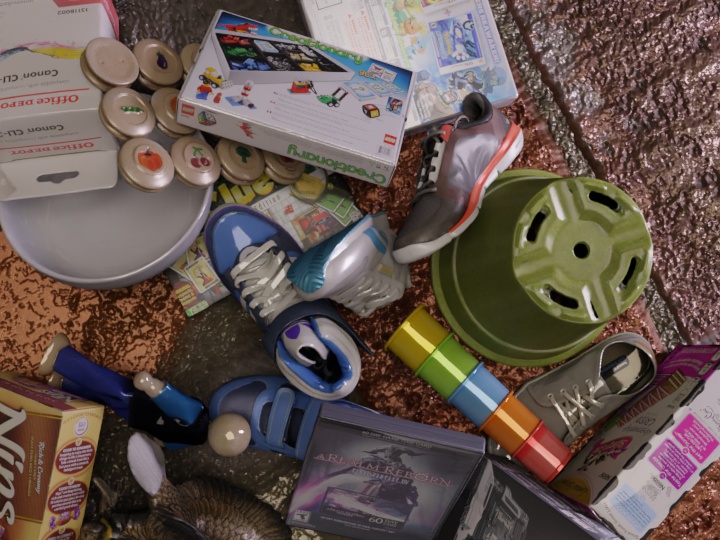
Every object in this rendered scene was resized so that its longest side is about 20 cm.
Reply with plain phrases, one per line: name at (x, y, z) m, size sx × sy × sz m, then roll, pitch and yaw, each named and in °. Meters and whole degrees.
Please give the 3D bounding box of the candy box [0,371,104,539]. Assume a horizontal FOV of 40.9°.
candy box at (-0.303, 0.203, 0.858) m, size 0.116 × 0.056 × 0.202 m, roll 14°, pitch 96°, yaw 28°

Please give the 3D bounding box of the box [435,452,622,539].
box at (0.144, 0.275, 0.849) m, size 0.049 × 0.200 × 0.159 m, roll 19°, pitch 97°, yaw -35°

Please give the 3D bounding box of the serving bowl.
serving bowl at (-0.230, -0.066, 0.903) m, size 0.198 × 0.066 × 0.202 m, roll -2°, pitch 64°, yaw 4°

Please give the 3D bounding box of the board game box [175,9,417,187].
board game box at (-0.054, -0.159, 0.882) m, size 0.198 × 0.035 × 0.127 m, roll 17°, pitch 53°, yaw -3°

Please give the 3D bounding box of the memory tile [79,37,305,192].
memory tile at (-0.147, -0.145, 0.884) m, size 0.199 × 0.017 × 0.154 m, roll -9°, pitch 70°, yaw -42°

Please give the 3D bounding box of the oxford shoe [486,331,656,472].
oxford shoe at (0.208, 0.128, 0.945) m, size 0.199 × 0.058 × 0.076 m, roll -35°, pitch 93°, yaw -4°

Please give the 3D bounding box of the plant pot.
plant pot at (0.176, -0.009, 0.886) m, size 0.198 × 0.190 × 0.202 m, roll 0°, pitch 87°, yaw -5°

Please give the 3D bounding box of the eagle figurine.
eagle figurine at (-0.147, 0.251, 0.866) m, size 0.198 × 0.152 × 0.153 m, roll 13°, pitch 53°, yaw 6°

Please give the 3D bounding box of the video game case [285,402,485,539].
video game case at (0.016, 0.192, 0.867) m, size 0.141 × 0.201 × 0.019 m, roll 13°, pitch 49°, yaw -4°

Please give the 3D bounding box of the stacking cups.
stacking cups at (0.114, 0.119, 0.922) m, size 0.200 × 0.061 × 0.061 m, roll 42°, pitch 84°, yaw 8°

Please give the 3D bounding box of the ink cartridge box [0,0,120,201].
ink cartridge box at (-0.283, -0.169, 0.881) m, size 0.115 × 0.068 × 0.202 m, roll -8°, pitch 64°, yaw -2°

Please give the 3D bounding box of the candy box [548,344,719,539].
candy box at (0.279, 0.159, 0.909) m, size 0.061 × 0.136 × 0.200 m, roll 44°, pitch 83°, yaw 0°

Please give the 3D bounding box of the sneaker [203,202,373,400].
sneaker at (-0.067, 0.028, 0.868) m, size 0.080 × 0.146 × 0.201 m, roll -35°, pitch 102°, yaw -4°

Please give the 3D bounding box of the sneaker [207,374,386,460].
sneaker at (-0.048, 0.145, 0.910) m, size 0.198 × 0.082 × 0.075 m, roll 12°, pitch 86°, yaw -2°

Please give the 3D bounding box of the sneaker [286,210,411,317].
sneaker at (0.000, 0.000, 0.870) m, size 0.076 × 0.200 × 0.081 m, roll -28°, pitch 90°, yaw 22°

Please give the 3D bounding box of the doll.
doll at (-0.194, 0.121, 0.881) m, size 0.198 × 0.137 × 0.049 m, roll 22°, pitch 58°, yaw 6°

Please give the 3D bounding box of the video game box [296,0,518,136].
video game box at (0.041, -0.238, 0.963) m, size 0.181 × 0.047 × 0.202 m, roll -17°, pitch 88°, yaw -3°

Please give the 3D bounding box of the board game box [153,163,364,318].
board game box at (-0.105, -0.047, 0.949) m, size 0.199 × 0.023 × 0.105 m, roll -30°, pitch 86°, yaw -6°

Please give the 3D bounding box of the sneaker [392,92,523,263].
sneaker at (0.074, -0.090, 0.898) m, size 0.082 × 0.077 × 0.200 m, roll 49°, pitch 55°, yaw -18°
